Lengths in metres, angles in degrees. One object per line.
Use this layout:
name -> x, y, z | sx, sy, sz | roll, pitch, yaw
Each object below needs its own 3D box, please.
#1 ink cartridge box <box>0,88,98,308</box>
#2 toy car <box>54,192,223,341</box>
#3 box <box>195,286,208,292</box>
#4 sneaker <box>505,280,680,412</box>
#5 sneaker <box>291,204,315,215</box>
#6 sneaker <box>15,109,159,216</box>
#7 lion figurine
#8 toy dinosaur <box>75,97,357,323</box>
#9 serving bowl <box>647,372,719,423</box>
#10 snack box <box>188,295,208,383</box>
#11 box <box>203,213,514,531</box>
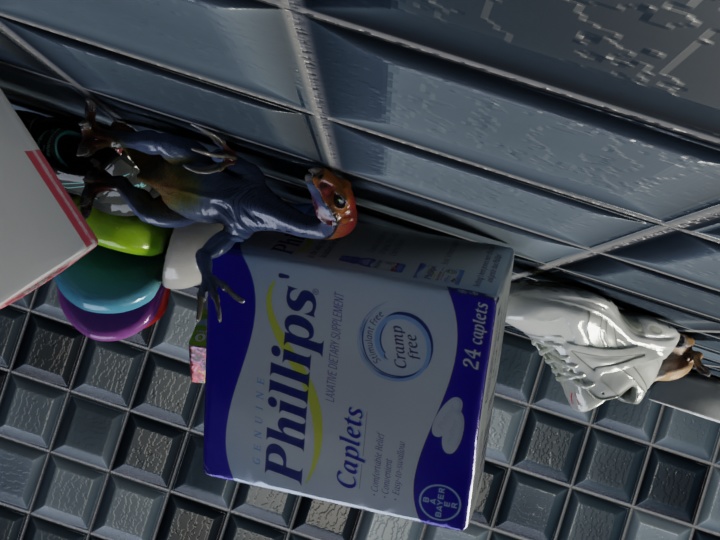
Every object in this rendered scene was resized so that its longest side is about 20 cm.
ink cartridge box -> -0.279, -0.066, 0.735 | 0.200, 0.085, 0.146 | 16, 139, 59
toy car -> -0.217, -0.011, 0.975 | 0.174, 0.151, 0.200 | 19, -179, -1
box -> -0.144, -0.018, 1.300 | 0.148, 0.107, 0.200 | 20, 178, -34
sneaker -> 0.190, 0.070, 0.917 | 0.199, 0.100, 0.078 | 19, 177, -28
sneaker -> 0.000, 0.000, 0.846 | 0.199, 0.076, 0.105 | 18, 177, 22
sneaker -> -0.256, -0.102, 0.859 | 0.199, 0.076, 0.079 | 11, 163, 9
lion figurine -> 0.276, 0.088, 1.093 | 0.199, 0.073, 0.122 | 11, -179, 36
toy dinosaur -> -0.091, -0.064, 0.699 | 0.181, 0.105, 0.200 | 9, -148, -5
serving bowl -> 0.568, 0.207, 1.715 | 0.199, 0.066, 0.200 | 17, 177, 1
snack box -> -0.073, 0.034, 1.041 | 0.142, 0.053, 0.200 | 5, -144, 6
box -> -0.003, 0.067, 0.767 | 0.199, 0.185, 0.105 | 10, -158, 12
